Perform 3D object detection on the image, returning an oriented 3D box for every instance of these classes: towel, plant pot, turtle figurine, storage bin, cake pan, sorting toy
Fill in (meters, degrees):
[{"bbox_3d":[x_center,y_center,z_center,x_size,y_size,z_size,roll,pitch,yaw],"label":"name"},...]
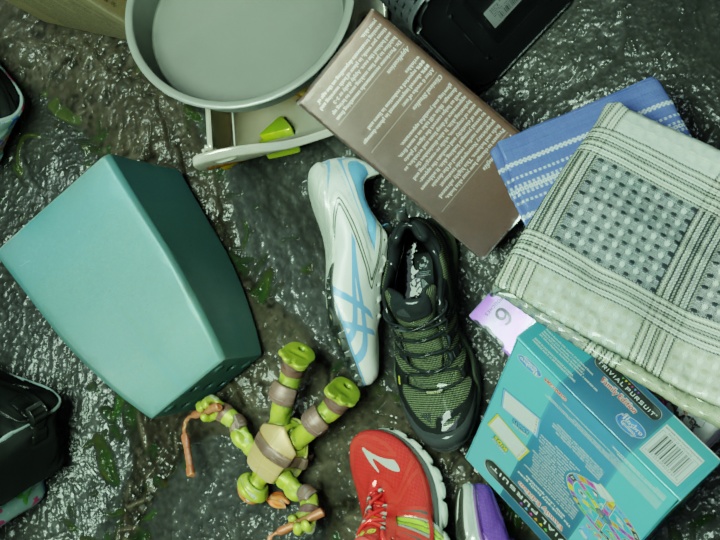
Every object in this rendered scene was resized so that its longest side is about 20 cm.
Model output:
[{"bbox_3d":[0.198,-0.038,0.862,0.144,0.024,0.201,-23,71,3],"label":"towel"},{"bbox_3d":[-0.192,0.024,1.033,0.141,0.141,0.200,-38,78,13],"label":"plant pot"},{"bbox_3d":[-0.062,0.155,0.996,0.200,0.064,0.162,44,114,28],"label":"turtle figurine"},{"bbox_3d":[0.086,-0.242,0.918,0.135,0.200,0.094,-46,68,10],"label":"storage bin"},{"bbox_3d":[0.219,-0.010,0.798,0.199,0.035,0.193,31,64,12],"label":"towel"},{"bbox_3d":[-0.100,-0.220,0.977,0.199,0.037,0.201,-3,70,9],"label":"cake pan"},{"bbox_3d":[-0.058,-0.181,1.031,0.179,0.107,0.201,-9,69,9],"label":"sorting toy"}]

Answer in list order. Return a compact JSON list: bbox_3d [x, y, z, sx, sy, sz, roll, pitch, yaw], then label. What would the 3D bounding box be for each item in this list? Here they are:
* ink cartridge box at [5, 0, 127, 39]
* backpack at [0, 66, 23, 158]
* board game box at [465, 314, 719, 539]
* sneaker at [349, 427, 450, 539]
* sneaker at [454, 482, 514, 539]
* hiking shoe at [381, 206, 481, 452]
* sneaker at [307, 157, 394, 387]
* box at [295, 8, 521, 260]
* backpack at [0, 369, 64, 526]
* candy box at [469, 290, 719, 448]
[{"bbox_3d":[-0.285,-0.286,1.079,0.164,0.200,0.075,17,89,23],"label":"ink cartridge box"},{"bbox_3d":[-0.443,-0.177,1.137,0.200,0.177,0.151,43,119,20],"label":"backpack"},{"bbox_3d":[0.160,0.138,0.844,0.047,0.200,0.151,-33,67,-25],"label":"board game box"},{"bbox_3d":[0.026,0.210,0.923,0.077,0.085,0.201,-44,48,30],"label":"sneaker"},{"bbox_3d":[0.137,0.257,0.909,0.083,0.081,0.201,-25,70,-10],"label":"sneaker"},{"bbox_3d":[0.047,0.050,0.947,0.075,0.101,0.201,-13,78,21],"label":"hiking shoe"},{"bbox_3d":[0.000,0.000,0.996,0.072,0.072,0.201,-7,87,-7],"label":"sneaker"},{"bbox_3d":[0.056,-0.112,0.942,0.200,0.075,0.100,40,98,-3],"label":"box"},{"bbox_3d":[-0.395,0.160,1.073,0.199,0.177,0.151,25,122,24],"label":"backpack"},{"bbox_3d":[0.216,0.046,0.894,0.168,0.071,0.200,-48,68,9],"label":"candy box"}]
